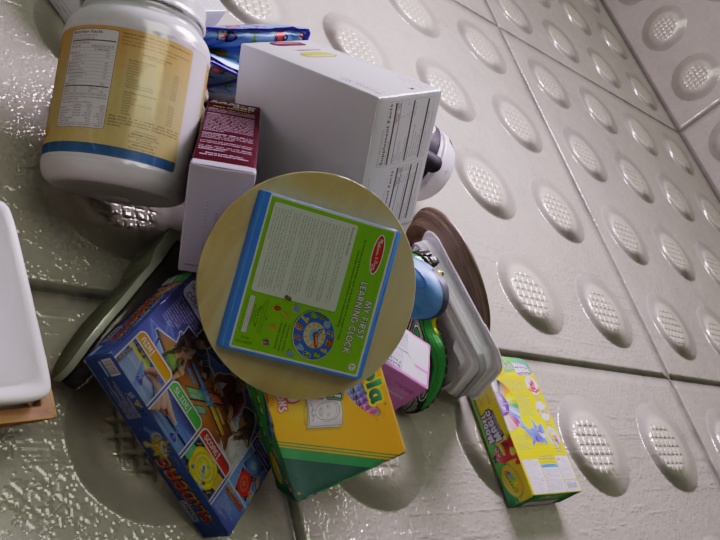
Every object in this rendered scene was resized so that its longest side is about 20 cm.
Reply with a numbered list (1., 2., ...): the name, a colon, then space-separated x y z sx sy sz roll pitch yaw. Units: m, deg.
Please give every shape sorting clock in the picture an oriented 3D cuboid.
1. shape sorting clock: -0.044 0.014 0.691 0.200 0.200 0.039 40 -7 -14

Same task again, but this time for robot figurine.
1. robot figurine: 0.052 -0.189 1.183 0.200 0.125 0.151 29 43 -27

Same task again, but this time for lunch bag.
1. lunch bag: -0.186 -0.264 0.959 0.200 0.150 0.094 -1 97 -44

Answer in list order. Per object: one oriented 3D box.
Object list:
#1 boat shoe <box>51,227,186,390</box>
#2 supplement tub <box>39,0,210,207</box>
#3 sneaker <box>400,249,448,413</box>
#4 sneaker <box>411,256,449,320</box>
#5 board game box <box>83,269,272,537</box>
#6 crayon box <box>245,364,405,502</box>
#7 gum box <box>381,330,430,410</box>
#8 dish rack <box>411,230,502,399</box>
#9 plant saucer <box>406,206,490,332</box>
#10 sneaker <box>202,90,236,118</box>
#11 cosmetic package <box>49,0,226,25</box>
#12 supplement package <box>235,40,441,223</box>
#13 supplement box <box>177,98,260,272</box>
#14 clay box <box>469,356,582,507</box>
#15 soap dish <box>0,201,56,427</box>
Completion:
1. boat shoe: -0.210 0.040 0.736 0.061 0.072 0.201 48 40 -20
2. supplement tub: -0.230 -0.174 0.783 0.144 0.144 0.201 13 82 -41
3. sneaker: 0.049 0.078 0.937 0.085 0.078 0.201 -14 107 -31
4. sneaker: 0.000 0.000 0.830 0.200 0.066 0.078 30 19 33
5. board game box: -0.146 0.118 0.709 0.200 0.034 0.135 64 31 -19
6. crayon box: -0.045 0.097 0.740 0.119 0.058 0.201 -19 94 -24
7. gum box: -0.027 0.089 0.856 0.200 0.113 0.066 34 39 -21
8. dish rack: 0.101 0.066 1.002 0.043 0.172 0.200 -20 70 -15
9. plant saucer: 0.109 0.014 1.040 0.029 0.200 0.200 -21 71 -15
10. sneaker: -0.230 -0.204 0.916 0.199 0.093 0.070 11 51 -42
11. cosmetic package: -0.283 -0.344 0.998 0.113 0.081 0.200 55 37 7
12. supplement package: -0.035 -0.151 0.866 0.200 0.156 0.111 29 32 31
13. supplement box: -0.137 -0.088 0.778 0.061 0.109 0.200 8 28 -11
14. clay box: 0.216 0.215 1.067 0.115 0.048 0.200 11 49 -42
15. soap dish: -0.335 0.035 0.597 0.157 0.081 0.200 2 57 -46
